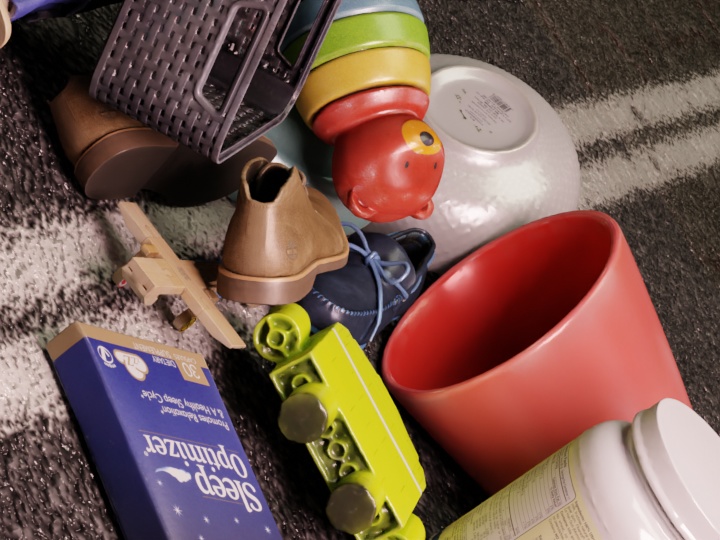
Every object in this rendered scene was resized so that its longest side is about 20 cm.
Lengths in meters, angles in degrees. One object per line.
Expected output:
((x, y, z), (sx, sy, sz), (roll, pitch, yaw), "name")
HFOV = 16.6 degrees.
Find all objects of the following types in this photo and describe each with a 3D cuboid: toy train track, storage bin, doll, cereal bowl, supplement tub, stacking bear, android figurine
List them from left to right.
((-0.187, -0.176, 1.530), (0.200, 0.136, 0.049), (-28, 108, -52), "doll")
((-0.104, 0.013, 1.539), (0.115, 0.033, 0.200), (51, 15, 14), "toy train track")
((-0.081, -0.160, 1.548), (0.093, 0.136, 0.200), (27, 17, 4), "storage bin")
((-0.009, 0.101, 1.548), (0.183, 0.041, 0.200), (61, 9, -5), "android figurine")
((0.004, -0.130, 1.684), (0.121, 0.113, 0.202), (5, 65, -46), "stacking bear")
((0.077, -0.094, 1.869), (0.198, 0.084, 0.201), (10, 46, -10), "cereal bowl")
((0.147, 0.186, 1.559), (0.145, 0.200, 0.145), (44, 23, -24), "supplement tub")

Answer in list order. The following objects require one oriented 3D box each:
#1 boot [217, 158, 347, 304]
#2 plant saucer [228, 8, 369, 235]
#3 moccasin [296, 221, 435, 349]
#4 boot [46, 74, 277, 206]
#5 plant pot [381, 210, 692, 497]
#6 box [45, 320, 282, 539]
((-0.046, -0.037, 1.576), (0.200, 0.073, 0.076), (-61, 156, -76), "boot")
((-0.042, -0.122, 1.747), (0.199, 0.036, 0.202), (17, 59, -31), "plant saucer")
((0.000, 0.000, 1.701), (0.080, 0.068, 0.200), (38, 17, 4), "moccasin")
((-0.125, -0.089, 1.596), (0.076, 0.074, 0.199), (55, 23, 21), "boot")
((0.139, 0.088, 1.737), (0.178, 0.199, 0.201), (56, 19, -21), "plant pot")
((-0.097, 0.126, 1.378), (0.121, 0.032, 0.201), (19, 41, -56), "box")
